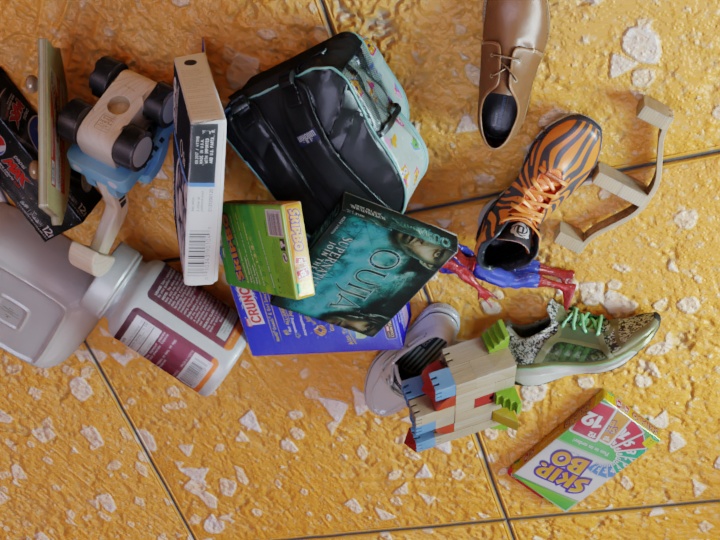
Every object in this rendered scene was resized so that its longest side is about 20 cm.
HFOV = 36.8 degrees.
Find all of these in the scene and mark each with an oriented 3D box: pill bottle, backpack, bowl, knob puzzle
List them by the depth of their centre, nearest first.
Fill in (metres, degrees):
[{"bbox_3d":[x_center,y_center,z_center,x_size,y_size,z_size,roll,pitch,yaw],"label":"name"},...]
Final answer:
[{"bbox_3d":[-0.026,-0.137,1.150,0.175,0.154,0.201,-20,110,31],"label":"backpack"},{"bbox_3d":[-0.351,-0.150,1.213,0.030,0.220,0.221,-1,125,-8],"label":"knob puzzle"},{"bbox_3d":[-0.245,0.059,1.364,0.199,0.114,0.114,35,125,-10],"label":"pill bottle"},{"bbox_3d":[-0.445,0.036,1.426,0.199,0.075,0.200,33,125,-11],"label":"bowl"}]

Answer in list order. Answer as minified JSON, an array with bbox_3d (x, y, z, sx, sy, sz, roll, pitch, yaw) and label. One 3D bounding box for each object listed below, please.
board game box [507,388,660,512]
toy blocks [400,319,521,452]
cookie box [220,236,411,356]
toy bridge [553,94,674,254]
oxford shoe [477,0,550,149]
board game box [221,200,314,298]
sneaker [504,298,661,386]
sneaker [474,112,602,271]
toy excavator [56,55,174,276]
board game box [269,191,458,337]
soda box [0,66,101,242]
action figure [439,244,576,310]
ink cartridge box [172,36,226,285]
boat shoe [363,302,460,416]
[{"bbox_3d":[0.285,0.241,1.403,0.095,0.030,0.200,35,127,-9],"label":"board game box"},{"bbox_3d":[0.112,0.150,1.303,0.135,0.101,0.201,-17,148,-8],"label":"toy blocks"},{"bbox_3d":[-0.053,0.011,1.305,0.198,0.075,0.172,-3,122,16],"label":"cookie box"},{"bbox_3d":[0.284,-0.092,1.178,0.067,0.027,0.201,25,126,-4],"label":"toy bridge"},{"bbox_3d":[0.154,-0.217,1.104,0.071,0.071,0.202,7,123,11],"label":"oxford shoe"},{"bbox_3d":[-0.109,-0.026,1.170,0.199,0.030,0.097,6,108,59],"label":"board game box"},{"bbox_3d":[0.252,0.073,1.274,0.199,0.077,0.089,-19,108,22],"label":"sneaker"},{"bbox_3d":[0.192,-0.070,1.164,0.077,0.112,0.201,29,125,-6],"label":"sneaker"},{"bbox_3d":[-0.278,-0.110,1.243,0.099,0.195,0.200,24,155,13],"label":"toy excavator"},{"bbox_3d":[0.000,0.000,1.169,0.134,0.028,0.200,19,143,-18],"label":"board game box"},{"bbox_3d":[-0.406,-0.138,1.304,0.070,0.064,0.201,-22,116,26],"label":"soda box"},{"bbox_3d":[0.147,0.001,1.253,0.198,0.066,0.052,17,121,1],"label":"action figure"},{"bbox_3d":[-0.181,-0.123,1.175,0.043,0.201,0.200,-2,126,-14],"label":"ink cartridge box"},{"bbox_3d":[0.055,0.124,1.358,0.073,0.067,0.201,26,126,-4],"label":"boat shoe"}]
